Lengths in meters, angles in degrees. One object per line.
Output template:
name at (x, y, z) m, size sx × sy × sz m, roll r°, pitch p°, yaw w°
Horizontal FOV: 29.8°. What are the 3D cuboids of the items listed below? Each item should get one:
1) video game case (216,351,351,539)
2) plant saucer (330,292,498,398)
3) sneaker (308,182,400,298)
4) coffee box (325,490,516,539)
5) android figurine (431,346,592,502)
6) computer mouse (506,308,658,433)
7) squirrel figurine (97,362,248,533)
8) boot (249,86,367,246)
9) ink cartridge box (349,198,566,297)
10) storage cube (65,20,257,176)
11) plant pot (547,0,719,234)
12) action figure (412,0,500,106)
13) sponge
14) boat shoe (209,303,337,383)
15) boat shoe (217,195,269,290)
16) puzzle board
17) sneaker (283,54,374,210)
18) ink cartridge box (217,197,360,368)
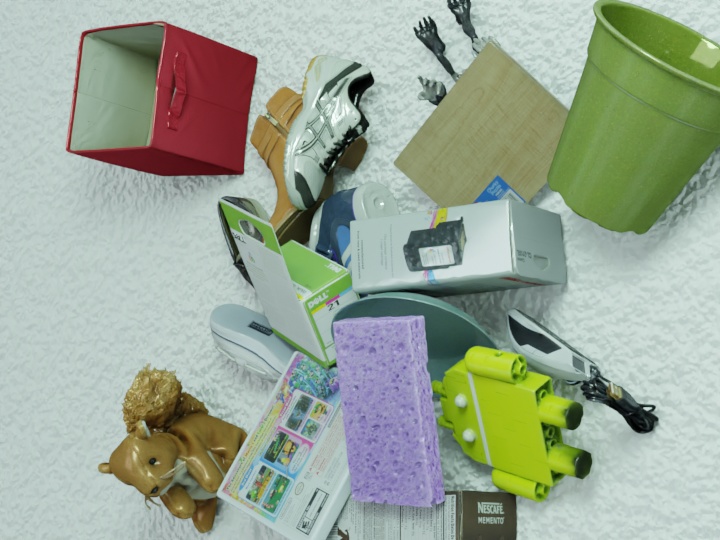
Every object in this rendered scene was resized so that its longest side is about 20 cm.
video game case at (-0.064, 0.207, 1.581) m, size 0.182 × 0.024 × 0.201 m, roll 19°, pitch 77°, yaw 47°
plant saucer at (0.067, 0.075, 1.526) m, size 0.200 × 0.201 × 0.039 m, roll -11°, pitch 46°, yaw 37°
sneaker at (0.000, 0.000, 1.663) m, size 0.146 × 0.080 × 0.201 m, roll -23°, pitch 80°, yaw 53°
coffee box at (0.064, 0.290, 1.522) m, size 0.199 × 0.113 × 0.080 m, roll -9°, pitch 74°, yaw 37°
android figurine at (0.157, 0.163, 1.467) m, size 0.199 × 0.041 × 0.183 m, roll 13°, pitch 126°, yaw 43°
computer mouse at (0.221, 0.106, 1.445) m, size 0.200 × 0.109 × 0.044 m, roll 39°, pitch 99°, yaw 46°
squirrel figurine at (-0.255, 0.226, 1.746) m, size 0.142 × 0.186 × 0.201 m, roll -44°, pitch 57°, yaw 25°
boot at (-0.099, -0.131, 1.747) m, size 0.155 × 0.077 × 0.201 m, roll 37°, pitch 100°, yaw 31°
ink cartridge box at (0.110, -0.020, 1.502) m, size 0.199 × 0.145 × 0.083 m, roll -7°, pitch 81°, yaw 30°
storage cube at (-0.270, -0.229, 1.847) m, size 0.199 × 0.179 × 0.172 m, roll 2°, pitch 83°, yaw 40°
plant pot at (0.287, -0.146, 1.390) m, size 0.200 × 0.199 × 0.191 m, roll 46°, pitch 124°, yaw 35°
action figure at (0.123, -0.224, 1.576) m, size 0.119 × 0.102 × 0.201 m, roll -32°, pitch 61°, yaw 18°
sponge at (0.029, 0.151, 1.457) m, size 0.111 × 0.030 × 0.201 m, roll -5°, pitch 93°, yaw 40°
boat shoe at (-0.110, 0.109, 1.735) m, size 0.199 × 0.073 × 0.066 m, roll 29°, pitch 133°, yaw 32°
boat shoe at (-0.135, -0.016, 1.771) m, size 0.072 × 0.065 × 0.201 m, roll -40°, pitch 60°, yaw 25°
puzzle board at (0.146, -0.140, 1.533) m, size 0.151 × 0.017 × 0.200 m, roll 43°, pitch 126°, yaw 4°
sneaker at (-0.036, -0.169, 1.658) m, size 0.087 × 0.076 × 0.201 m, roll 9°, pitch 78°, yaw 15°
ink cartridge box at (-0.077, -0.002, 1.619) m, size 0.148 × 0.076 × 0.201 m, roll 28°, pitch 143°, yaw 55°
